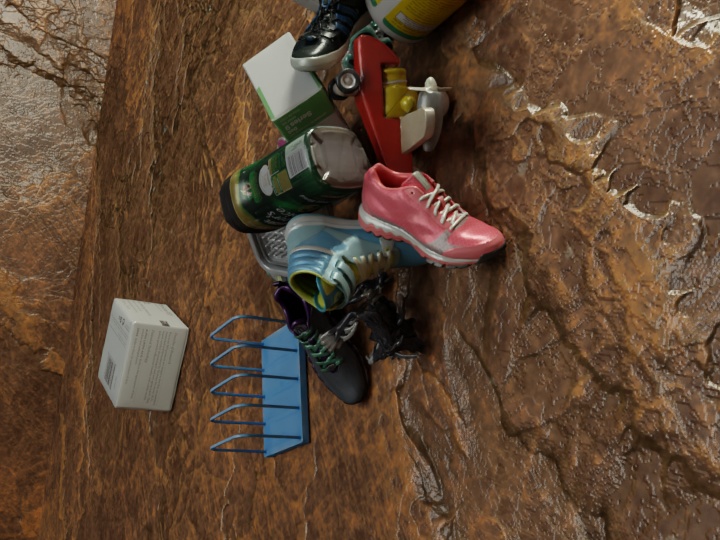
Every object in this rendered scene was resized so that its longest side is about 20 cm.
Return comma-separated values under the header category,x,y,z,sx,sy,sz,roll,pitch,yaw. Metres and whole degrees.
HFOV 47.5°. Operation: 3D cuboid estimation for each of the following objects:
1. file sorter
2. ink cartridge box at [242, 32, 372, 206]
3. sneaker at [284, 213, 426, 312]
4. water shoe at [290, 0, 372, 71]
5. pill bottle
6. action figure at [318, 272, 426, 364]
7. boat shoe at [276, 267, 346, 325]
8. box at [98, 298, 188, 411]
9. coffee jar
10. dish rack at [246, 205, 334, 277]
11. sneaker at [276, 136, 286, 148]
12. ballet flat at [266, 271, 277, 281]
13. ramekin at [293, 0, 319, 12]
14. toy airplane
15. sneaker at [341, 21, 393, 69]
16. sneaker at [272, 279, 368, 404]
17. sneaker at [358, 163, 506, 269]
category,x,y,z,sx,sy,sz,roll,pitch,yaw
file sorter,-0.171,0.188,1.325,0.138,0.121,0.203,-33,55,51
ink cartridge box,-0.069,-0.212,1.173,0.087,0.200,0.146,-33,51,5
sneaker,0.000,0.000,1.015,0.080,0.197,0.132,92,180,-46
water shoe,-0.043,-0.336,1.080,0.071,0.080,0.201,6,44,26
pill bottle,0.100,-0.387,1.038,0.199,0.111,0.115,-29,58,53
action figure,0.014,0.072,1.064,0.103,0.118,0.201,-56,28,18
boat shoe,-0.066,0.041,1.249,0.065,0.073,0.201,-57,47,25
box,-0.496,0.189,1.856,0.198,0.129,0.203,26,103,58
coffee jar,-0.090,-0.111,1.049,0.199,0.103,0.087,-20,80,43
dish rack,-0.099,-0.070,1.206,0.198,0.043,0.174,8,125,43
sneaker,-0.097,-0.180,1.333,0.081,0.087,0.203,-26,60,53
ballet flat,-0.134,-0.082,1.395,0.072,0.071,0.203,-39,51,48
ramekin,-0.055,-0.505,1.285,0.201,0.104,0.201,-49,21,26
toy airplane,0.057,-0.186,1.059,0.201,0.140,0.200,57,167,37
sneaker,-0.008,-0.359,1.256,0.139,0.077,0.203,2,75,60
sneaker,-0.064,0.102,1.137,0.074,0.087,0.202,-34,80,22
sneaker,0.077,-0.068,0.954,0.198,0.074,0.088,22,131,29
